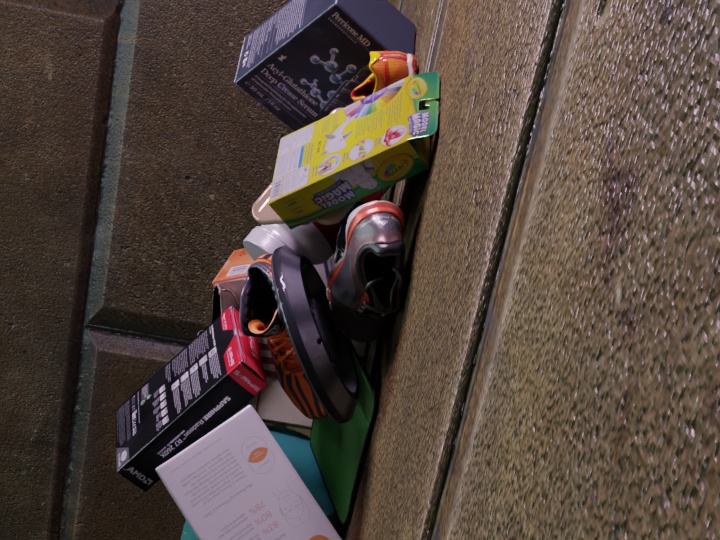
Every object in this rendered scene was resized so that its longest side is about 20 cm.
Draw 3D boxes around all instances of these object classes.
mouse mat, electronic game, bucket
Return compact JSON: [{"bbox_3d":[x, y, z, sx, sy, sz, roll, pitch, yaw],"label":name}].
[{"bbox_3d":[-0.023,0.176,1.408,0.161,0.007,0.201,-118,35,-51],"label":"mouse mat"},{"bbox_3d":[-0.050,0.068,1.293,0.200,0.041,0.201,-22,-90,-83],"label":"electronic game"},{"bbox_3d":[-0.118,0.298,1.492,0.208,0.206,0.135,-88,14,-61],"label":"bucket"}]

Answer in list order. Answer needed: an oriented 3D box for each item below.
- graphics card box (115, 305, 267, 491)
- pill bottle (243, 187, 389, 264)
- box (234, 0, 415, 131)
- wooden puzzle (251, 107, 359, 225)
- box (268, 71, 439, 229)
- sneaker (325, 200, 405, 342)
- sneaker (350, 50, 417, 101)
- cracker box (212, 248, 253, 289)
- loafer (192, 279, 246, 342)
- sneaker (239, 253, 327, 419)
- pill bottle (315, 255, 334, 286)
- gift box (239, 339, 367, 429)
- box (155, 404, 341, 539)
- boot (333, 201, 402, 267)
[{"bbox_3d":[-0.199,0.147,1.390,0.200,0.051,0.126,-41,30,10],"label":"graphics card box"},{"bbox_3d":[-0.056,-0.082,1.548,0.200,0.112,0.112,-50,-4,-16],"label":"pill bottle"},{"bbox_3d":[-0.046,-0.292,1.629,0.200,0.148,0.107,-32,36,33],"label":"box"},{"bbox_3d":[-0.021,-0.116,1.378,0.186,0.046,0.200,-52,25,-16],"label":"wooden puzzle"},{"bbox_3d":[0.001,-0.130,1.265,0.048,0.199,0.118,48,-148,-33],"label":"box"},{"bbox_3d":[0.009,0.021,1.260,0.201,0.077,0.082,95,166,-48],"label":"sneaker"},{"bbox_3d":[0.022,-0.210,1.575,0.201,0.077,0.073,102,174,-45],"label":"sneaker"},{"bbox_3d":[-0.150,0.079,1.770,0.134,0.057,0.201,-70,-32,-68],"label":"cracker box"},{"bbox_3d":[-0.179,0.102,1.485,0.073,0.071,0.201,16,91,64],"label":"loafer"},{"bbox_3d":[-0.090,0.082,1.365,0.201,0.077,0.112,69,-164,0],"label":"sneaker"},{"bbox_3d":[-0.072,0.043,1.748,0.111,0.110,0.201,-91,-9,-69],"label":"pill bottle"},{"bbox_3d":[-0.092,0.116,1.588,0.200,0.185,0.186,115,164,-77],"label":"gift box"},{"bbox_3d":[-0.115,0.267,1.304,0.201,0.124,0.098,55,167,8],"label":"box"},{"bbox_3d":[-0.001,0.000,1.430,0.198,0.073,0.164,-166,83,-85],"label":"boot"}]
